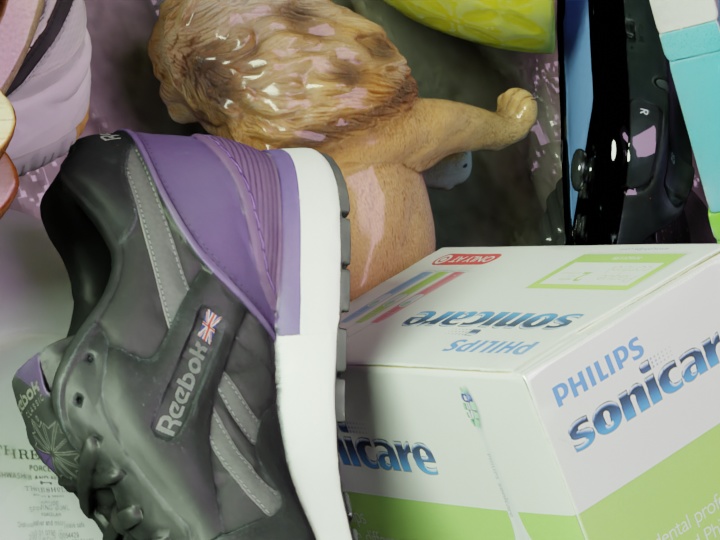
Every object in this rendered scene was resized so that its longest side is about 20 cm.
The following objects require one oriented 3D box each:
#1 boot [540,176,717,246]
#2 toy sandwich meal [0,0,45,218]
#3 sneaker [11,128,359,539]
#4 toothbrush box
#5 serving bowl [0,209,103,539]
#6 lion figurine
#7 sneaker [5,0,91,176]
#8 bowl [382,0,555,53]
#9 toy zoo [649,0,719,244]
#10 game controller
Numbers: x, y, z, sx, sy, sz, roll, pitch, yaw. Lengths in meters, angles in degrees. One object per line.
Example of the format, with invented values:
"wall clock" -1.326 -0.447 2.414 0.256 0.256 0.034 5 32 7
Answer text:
"boot" 0.126 0.064 0.973 0.131 0.070 0.201 22 66 -46
"toy sandwich meal" -0.158 -0.093 0.667 0.204 0.070 0.207 5 77 -22
"sneaker" -0.053 0.058 0.732 0.087 0.076 0.201 8 62 -23
"toothbrush box" 0.068 0.099 0.809 0.086 0.145 0.201 -30 105 -29
"serving bowl" -0.099 0.068 0.767 0.199 0.066 0.201 18 61 -35
"lion figurine" 0.000 0.000 0.883 0.122 0.072 0.201 -1 75 -39
"sneaker" -0.153 -0.054 0.740 0.075 0.088 0.200 27 38 27
"bowl" 0.013 -0.173 0.929 0.107 0.200 0.201 0 64 3
"toy zoo" 0.107 -0.094 0.873 0.131 0.020 0.201 -73 147 -62
"game controller" 0.080 -0.070 0.918 0.042 0.105 0.201 10 46 -7
